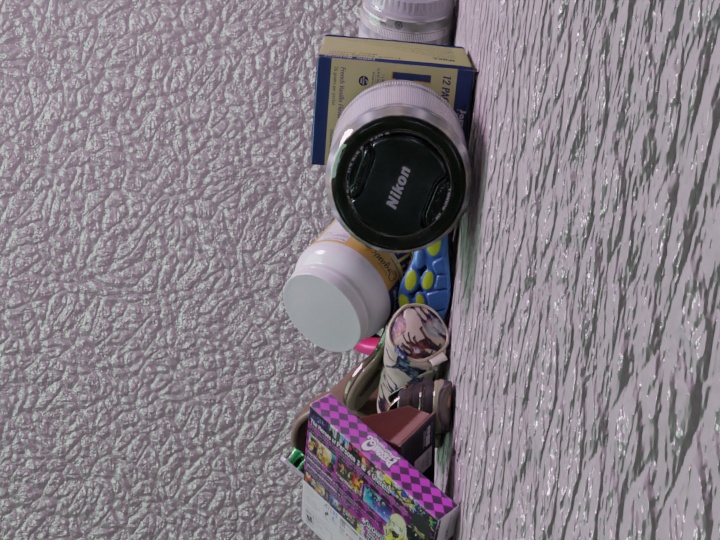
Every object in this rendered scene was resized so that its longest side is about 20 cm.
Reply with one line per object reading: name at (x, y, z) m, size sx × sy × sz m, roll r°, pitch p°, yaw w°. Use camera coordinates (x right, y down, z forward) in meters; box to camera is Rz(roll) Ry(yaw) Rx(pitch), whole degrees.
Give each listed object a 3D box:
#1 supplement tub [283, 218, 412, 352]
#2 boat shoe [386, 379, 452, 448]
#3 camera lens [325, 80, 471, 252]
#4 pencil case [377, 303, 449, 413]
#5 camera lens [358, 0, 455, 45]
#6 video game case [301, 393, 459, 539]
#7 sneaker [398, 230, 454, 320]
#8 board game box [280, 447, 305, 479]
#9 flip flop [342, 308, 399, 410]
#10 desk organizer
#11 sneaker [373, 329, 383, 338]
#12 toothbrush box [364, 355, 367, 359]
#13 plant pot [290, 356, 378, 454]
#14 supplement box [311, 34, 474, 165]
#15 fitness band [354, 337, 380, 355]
supplement tub at (0.000, 0.000, 1.480) m, size 0.200 × 0.143 × 0.146 m, roll -48°, pitch -26°, yaw -40°
boat shoe at (0.065, 0.165, 1.316) m, size 0.200 × 0.072 × 0.076 m, roll 96°, pitch 179°, yaw -71°
camera lens at (0.043, -0.123, 1.257) m, size 0.201 × 0.157 × 0.163 m, roll -85°, pitch 1°, yaw -69°
pencil case at (0.065, 0.133, 1.420) m, size 0.201 × 0.076 × 0.090 m, roll 95°, pitch 158°, yaw -54°
camera lens at (0.073, -0.384, 1.857) m, size 0.161 × 0.157 × 0.203 m, roll -85°, pitch 0°, yaw -52°
video game case at (0.014, 0.257, 1.176) m, size 0.199 × 0.035 × 0.184 m, roll 36°, pitch 136°, yaw 35°
sneaker at (0.094, -0.018, 1.423) m, size 0.082 × 0.070 × 0.204 m, roll -13°, pitch -72°, yaw -67°
board game box at (-0.012, 0.319, 1.516) m, size 0.026 × 0.199 × 0.200 m, roll -50°, pitch -14°, yaw -7°
flip flop at (0.051, 0.116, 1.518) m, size 0.201 × 0.057 × 0.081 m, roll -53°, pitch -29°, yaw 1°
desk organizer at (0.033, 0.246, 1.244) m, size 0.071 × 0.076 × 0.203 m, roll -35°, pitch -47°, yaw -45°
sneaker at (0.072, 0.095, 1.874) m, size 0.198 × 0.129 × 0.081 m, roll 13°, pitch -75°, yaw -56°
toothbrush box at (0.054, 0.188, 2.554) m, size 0.146 × 0.084 × 0.204 m, roll -89°, pitch 6°, yaw -88°
plant pot at (0.017, 0.225, 1.666) m, size 0.175 × 0.197 × 0.203 m, roll -58°, pitch -20°, yaw -48°
supplement box at (0.040, -0.219, 1.446) m, size 0.200 × 0.196 × 0.137 m, roll -88°, pitch 3°, yaw -71°
fitness band at (0.014, 0.058, 1.733) m, size 0.038 × 0.143 × 0.200 m, roll -51°, pitch -2°, yaw -39°
